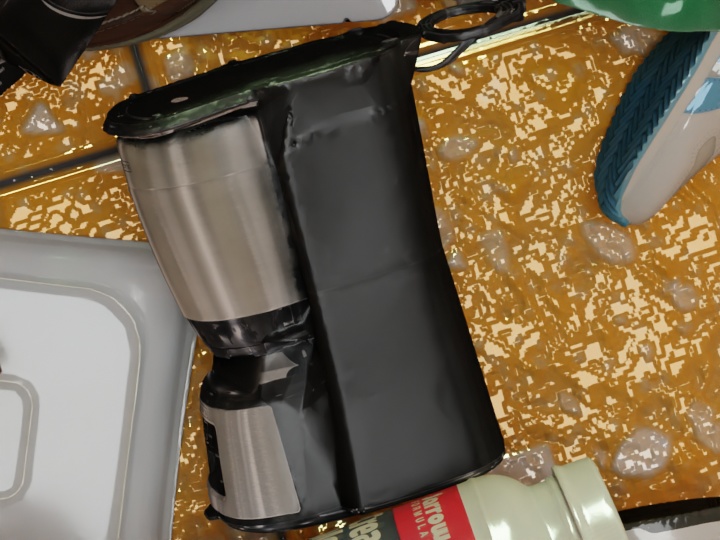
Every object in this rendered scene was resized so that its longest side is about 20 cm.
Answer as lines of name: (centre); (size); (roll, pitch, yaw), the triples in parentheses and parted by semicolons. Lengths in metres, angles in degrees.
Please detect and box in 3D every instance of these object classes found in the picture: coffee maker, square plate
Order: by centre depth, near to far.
coffee maker: (0.000, 0.000, 1.012); (0.192, 0.135, 0.200); (-12, 104, 14)
square plate: (-0.181, 0.077, 1.058); (0.199, 0.028, 0.199); (7, 90, -7)

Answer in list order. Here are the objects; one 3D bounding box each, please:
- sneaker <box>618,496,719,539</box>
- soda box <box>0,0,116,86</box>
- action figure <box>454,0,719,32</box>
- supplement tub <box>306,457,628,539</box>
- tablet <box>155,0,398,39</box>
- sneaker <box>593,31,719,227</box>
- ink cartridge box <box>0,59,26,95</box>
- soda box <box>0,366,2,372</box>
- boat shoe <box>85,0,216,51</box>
sneaker: (0.103, 0.186, 1.068); (0.200, 0.084, 0.121); (-18, 89, 1)
soda box: (-0.112, -0.184, 0.964); (0.071, 0.063, 0.200); (27, 81, 34)
action figure: (0.069, -0.157, 1.058); (0.199, 0.055, 0.118); (1, 60, 8)
supplement tub: (0.027, 0.171, 0.967); (0.200, 0.140, 0.141); (-21, 94, 1)
tablet: (-0.049, -0.212, 1.046); (0.130, 0.014, 0.201); (-3, 93, 19)
sneaker: (0.189, -0.097, 1.077); (0.081, 0.077, 0.200); (38, 91, -15)
ink cartridge box: (-0.245, -0.064, 1.005); (0.200, 0.094, 0.044); (-43, 54, -8)
soda box: (-0.265, 0.062, 1.000); (0.200, 0.068, 0.064); (-27, 86, 9)
boat shoe: (-0.078, -0.157, 1.014); (0.200, 0.072, 0.076); (-25, 85, 19)
